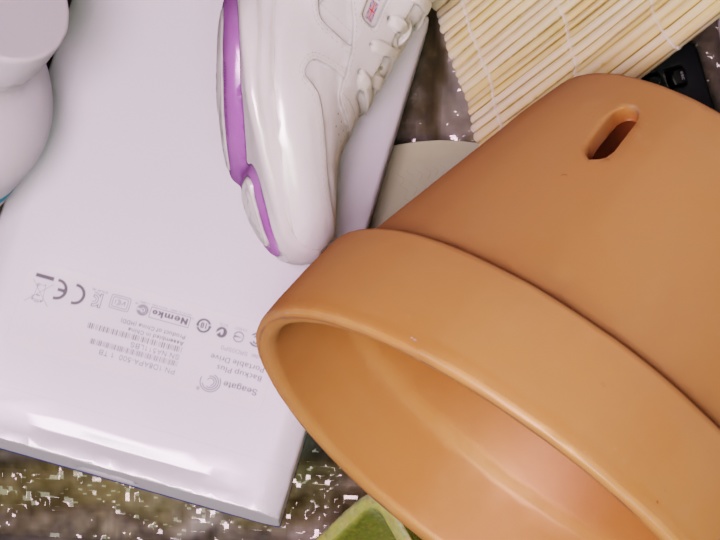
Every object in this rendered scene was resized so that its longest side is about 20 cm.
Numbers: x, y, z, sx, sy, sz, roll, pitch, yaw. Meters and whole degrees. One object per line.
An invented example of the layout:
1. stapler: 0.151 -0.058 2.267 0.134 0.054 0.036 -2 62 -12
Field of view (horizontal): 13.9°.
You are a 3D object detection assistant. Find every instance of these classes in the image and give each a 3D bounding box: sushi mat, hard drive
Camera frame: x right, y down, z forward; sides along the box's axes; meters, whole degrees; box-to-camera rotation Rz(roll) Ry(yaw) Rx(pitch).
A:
1. sushi mat: 0.098 -0.121 1.052 0.200 0.012 0.096 -39 59 40
2. hard drive: -0.065 -0.018 1.101 0.132 0.025 0.200 16 75 4

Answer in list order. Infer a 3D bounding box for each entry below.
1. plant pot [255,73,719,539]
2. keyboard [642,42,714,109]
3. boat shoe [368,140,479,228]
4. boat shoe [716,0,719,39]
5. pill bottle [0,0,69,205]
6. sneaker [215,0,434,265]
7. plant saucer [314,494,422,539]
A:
1. plant pot: 0.083 0.027 1.018 0.200 0.200 0.140 39 72 -7
2. keyboard: 0.136 0.007 1.111 0.104 0.040 0.200 -18 93 -19
3. boat shoe: 0.000 -0.003 1.141 0.201 0.063 0.074 -8 73 -1
4. boat shoe: 0.155 -0.142 1.083 0.075 0.093 0.200 -1 79 10
5. pill bottle: -0.186 -0.046 1.085 0.111 0.111 0.200 39 128 -7
6. sneaker: -0.003 -0.100 1.071 0.100 0.075 0.200 4 77 -4
7. plant saucer: 0.013 0.215 1.155 0.200 0.048 0.200 -45 66 37
